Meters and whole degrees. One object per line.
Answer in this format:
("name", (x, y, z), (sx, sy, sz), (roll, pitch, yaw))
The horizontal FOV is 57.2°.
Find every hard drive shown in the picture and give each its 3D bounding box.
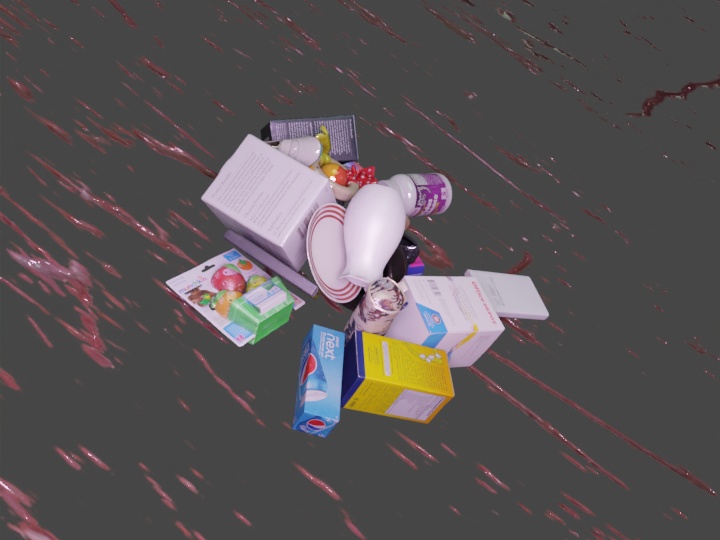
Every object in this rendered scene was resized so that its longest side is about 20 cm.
("hard drive", (0.368, 0.062, 1.664), (0.200, 0.027, 0.132), (6, 47, -27))

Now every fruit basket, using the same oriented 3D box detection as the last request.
("fruit basket", (-0.233, 0.039, 1.256), (0.200, 0.094, 0.185), (41, 41, 15))

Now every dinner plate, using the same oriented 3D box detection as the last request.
("dinner plate", (-0.051, -0.034, 1.312), (0.200, 0.024, 0.201), (18, 69, -55))

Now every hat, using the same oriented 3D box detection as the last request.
("hat", (0.000, 0.000, 1.441), (0.200, 0.081, 0.201), (-2, 95, -29))

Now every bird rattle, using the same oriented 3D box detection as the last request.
("bird rattle", (-0.056, -0.200, 1.427), (0.200, 0.113, 0.163), (42, 29, -15))

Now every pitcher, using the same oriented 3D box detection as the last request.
("pitcher", (0.026, -0.056, 1.329), (0.121, 0.172, 0.200), (9, 77, 15))

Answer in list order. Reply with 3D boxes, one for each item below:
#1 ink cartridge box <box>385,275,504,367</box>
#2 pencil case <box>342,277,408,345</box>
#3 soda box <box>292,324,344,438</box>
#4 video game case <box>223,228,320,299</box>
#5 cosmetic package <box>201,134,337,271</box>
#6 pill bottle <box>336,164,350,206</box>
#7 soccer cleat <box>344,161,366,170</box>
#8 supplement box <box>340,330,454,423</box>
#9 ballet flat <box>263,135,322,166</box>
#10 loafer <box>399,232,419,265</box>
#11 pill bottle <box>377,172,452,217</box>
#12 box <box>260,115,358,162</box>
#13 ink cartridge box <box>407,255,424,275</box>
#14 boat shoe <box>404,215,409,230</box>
("ink cartridge box", (0.166, 0.111, 1.395), (0.200, 0.145, 0.147), (2, 49, -31))
("pencil case", (0.025, 0.098, 1.284), (0.089, 0.200, 0.078), (-9, 58, -28))
("soda box", (-0.075, 0.200, 1.216), (0.068, 0.064, 0.200), (19, 41, -15))
("video game case", (-0.168, -0.009, 1.304), (0.200, 0.026, 0.181), (34, -4, 1))
("cosmetic package", (-0.176, -0.134, 1.336), (0.200, 0.166, 0.167), (32, 79, 14))
("pill bottle", (-0.102, -0.180, 1.537), (0.116, 0.116, 0.200), (45, 42, 15))
("soccer cleat", (-0.071, -0.276, 1.696), (0.200, 0.067, 0.077), (35, 45, -1))
("supplement box", (0.061, 0.206, 1.263), (0.200, 0.109, 0.110), (15, 43, -20))
("ballet flat", (-0.157, -0.246, 1.373), (0.069, 0.070, 0.200), (-6, 10, -36))
("loafer", (0.050, -0.088, 1.529), (0.200, 0.070, 0.068), (32, 53, 12))
("pill bottle", (0.131, -0.194, 1.702), (0.200, 0.112, 0.112), (-9, 55, -37))
("box", (-0.123, -0.299, 1.560), (0.200, 0.148, 0.107), (-7, 96, -17))
("ink cartridge box", (0.085, -0.037, 1.579), (0.095, 0.037, 0.200), (-8, 57, -37))
("boat shoe", (0.015, -0.090, 1.472), (0.072, 0.200, 0.065), (41, 32, -42))
